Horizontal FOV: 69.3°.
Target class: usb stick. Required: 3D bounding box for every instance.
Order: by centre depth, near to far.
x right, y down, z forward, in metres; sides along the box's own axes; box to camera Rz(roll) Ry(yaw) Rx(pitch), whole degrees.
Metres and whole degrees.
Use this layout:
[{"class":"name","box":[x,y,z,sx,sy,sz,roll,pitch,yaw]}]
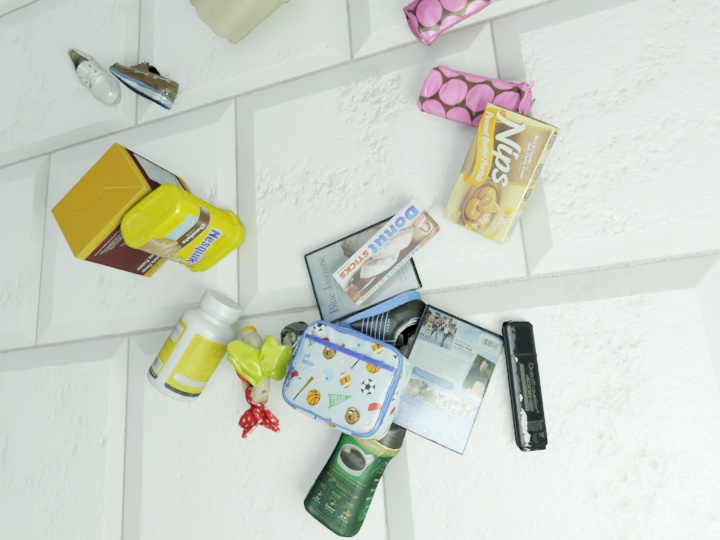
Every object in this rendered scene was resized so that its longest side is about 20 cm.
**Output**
[{"class":"usb stick","box":[0.258,0.178,0.822,0.055,0.033,0.202,0,76,-14]}]

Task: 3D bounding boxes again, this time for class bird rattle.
[{"class":"bird rattle","box":[-0.185,0.194,0.955,0.112,0.201,0.163,-11,35,-20]}]

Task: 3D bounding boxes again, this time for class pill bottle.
[{"class":"pill bottle","box":[-0.315,0.142,1.012,0.111,0.111,0.201,33,92,24]}]

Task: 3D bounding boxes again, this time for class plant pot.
[{"class":"plant pot","box":[-0.261,-0.606,1.122,0.183,0.200,0.201,-38,68,22]}]

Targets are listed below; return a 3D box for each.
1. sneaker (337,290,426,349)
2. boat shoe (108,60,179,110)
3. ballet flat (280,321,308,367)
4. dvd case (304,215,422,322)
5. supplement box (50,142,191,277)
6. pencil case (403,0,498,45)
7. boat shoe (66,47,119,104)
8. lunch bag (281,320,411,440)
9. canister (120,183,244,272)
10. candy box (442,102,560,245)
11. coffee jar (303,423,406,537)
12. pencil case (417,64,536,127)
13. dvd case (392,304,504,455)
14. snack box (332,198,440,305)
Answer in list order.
[{"class":"sneaker","box":[0.029,0.111,0.909,0.199,0.070,0.078,-29,64,12]},{"class":"boat shoe","box":[-0.509,-0.453,1.242,0.199,0.072,0.073,31,86,14]},{"class":"ballet flat","box":[-0.097,0.186,0.941,0.072,0.072,0.201,-31,70,12]},{"class":"dvd case","box":[0.000,0.000,0.963,0.199,0.018,0.144,-23,73,15]},{"class":"supplement box","box":[-0.468,-0.115,1.077,0.197,0.200,0.133,-42,68,8]},{"class":"pencil case","box":[0.183,-0.495,0.964,0.199,0.091,0.094,-26,82,16]},{"class":"boat shoe","box":[-0.681,-0.491,1.310,0.071,0.069,0.200,-48,68,4]},{"class":"lunch bag","box":[-0.026,0.168,0.837,0.199,0.076,0.161,17,78,28]},{"class":"canister","box":[-0.343,-0.079,1.021,0.148,0.200,0.087,-35,68,11]},{"class":"candy box","box":[0.228,-0.158,0.860,0.115,0.055,0.201,29,112,22]},{"class":"coffee jar","box":[-0.006,0.325,0.868,0.104,0.085,0.201,27,89,24]},{"class":"pencil case","box":[0.202,-0.306,0.923,0.199,0.091,0.094,21,122,22]},{"class":"dvd case","box":[0.135,0.173,0.845,0.142,0.018,0.201,23,80,5]},{"class":"snack box","box":[0.045,-0.032,0.921,0.200,0.024,0.072,-43,68,7]}]
